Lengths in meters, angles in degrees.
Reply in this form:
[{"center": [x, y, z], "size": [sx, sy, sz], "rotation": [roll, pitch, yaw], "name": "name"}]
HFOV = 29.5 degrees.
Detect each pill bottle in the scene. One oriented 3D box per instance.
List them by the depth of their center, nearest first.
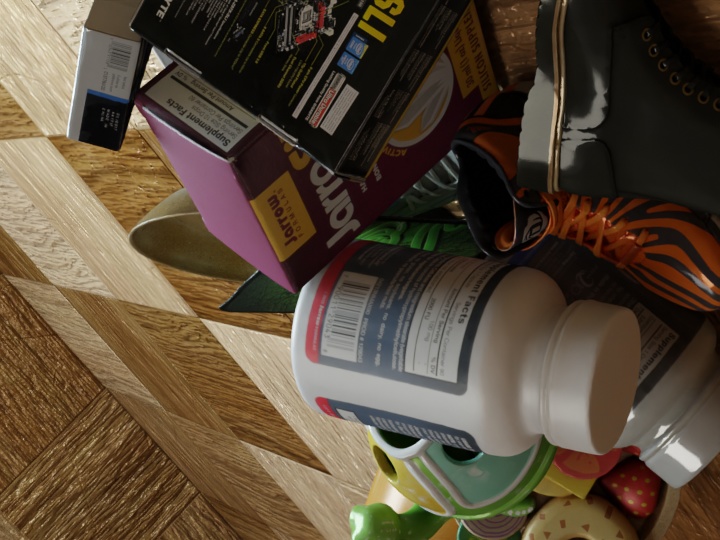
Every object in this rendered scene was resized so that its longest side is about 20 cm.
[{"center": [0.068, 0.052, 0.863], "size": [0.199, 0.120, 0.120], "rotation": [11, 146, 29], "name": "pill bottle"}, {"center": [0.172, 0.050, 0.945], "size": [0.200, 0.114, 0.114], "rotation": [41, 160, 8], "name": "pill bottle"}]

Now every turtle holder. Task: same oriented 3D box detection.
[{"center": [0.059, 0.119, 1.024], "size": [0.131, 0.185, 0.142], "rotation": [20, -138, -50], "name": "turtle holder"}]

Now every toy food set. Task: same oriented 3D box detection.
[{"center": [0.159, 0.166, 1.103], "size": [0.197, 0.201, 0.049], "rotation": [29, -170, 4], "name": "toy food set"}]

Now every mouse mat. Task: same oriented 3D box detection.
[{"center": [0.000, 0.000, 1.007], "size": [0.200, 0.160, 0.008], "rotation": [-40, 54, 56], "name": "mouse mat"}]

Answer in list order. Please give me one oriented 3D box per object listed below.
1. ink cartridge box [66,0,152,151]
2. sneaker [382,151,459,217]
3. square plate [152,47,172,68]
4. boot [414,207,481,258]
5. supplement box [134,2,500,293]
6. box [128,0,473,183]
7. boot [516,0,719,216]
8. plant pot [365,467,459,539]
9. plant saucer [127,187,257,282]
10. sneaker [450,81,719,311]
[{"center": [-0.142, -0.182, 0.871], "size": [0.039, 0.201, 0.100], "rotation": [13, 142, -8], "name": "ink cartridge box"}, {"center": [0.047, -0.068, 0.995], "size": [0.075, 0.087, 0.200], "rotation": [50, 158, -13], "name": "sneaker"}, {"center": [-0.181, -0.240, 1.081], "size": [0.199, 0.028, 0.200], "rotation": [60, -179, -40], "name": "square plate"}, {"center": [0.072, 0.034, 1.176], "size": [0.200, 0.069, 0.174], "rotation": [40, 160, 4], "name": "boot"}, {"center": [-0.021, -0.109, 0.864], "size": [0.103, 0.200, 0.131], "rotation": [35, 160, 37], "name": "supplement box"}, {"center": [-0.014, -0.174, 0.738], "size": [0.159, 0.201, 0.049], "rotation": [35, -169, 20], "name": "box"}, {"center": [0.163, -0.119, 0.720], "size": [0.138, 0.078, 0.201], "rotation": [13, 137, 13], "name": "boot"}, {"center": [0.090, 0.207, 1.231], "size": [0.199, 0.184, 0.200], "rotation": [30, 178, 1], "name": "plant pot"}, {"center": [-0.071, -0.029, 1.018], "size": [0.199, 0.036, 0.200], "rotation": [4, 166, 1], "name": "plant saucer"}, {"center": [0.135, -0.026, 0.843], "size": [0.200, 0.112, 0.078], "rotation": [38, 135, 13], "name": "sneaker"}]
